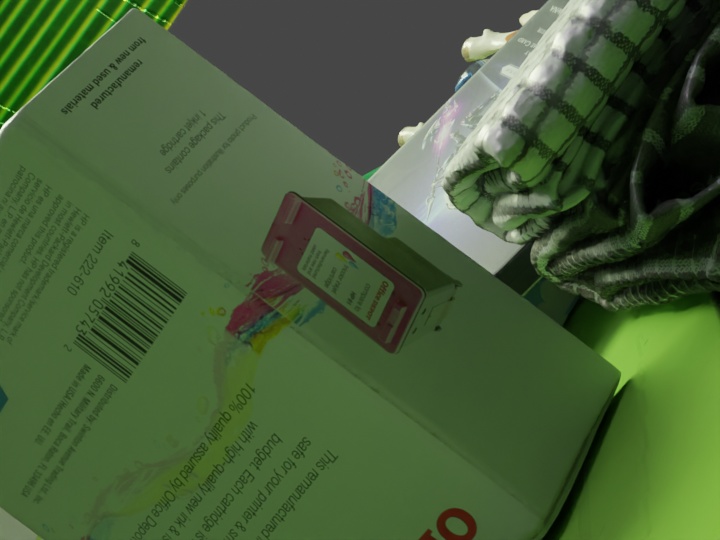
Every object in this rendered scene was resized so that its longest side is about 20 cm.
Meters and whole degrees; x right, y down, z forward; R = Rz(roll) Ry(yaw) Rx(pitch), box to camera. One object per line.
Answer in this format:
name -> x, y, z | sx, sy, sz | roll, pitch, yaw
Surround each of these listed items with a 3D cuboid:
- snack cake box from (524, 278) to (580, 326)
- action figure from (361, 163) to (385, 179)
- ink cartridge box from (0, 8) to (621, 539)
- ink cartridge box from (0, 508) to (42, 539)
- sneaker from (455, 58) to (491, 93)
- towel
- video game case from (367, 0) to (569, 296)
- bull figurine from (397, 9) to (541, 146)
snack cake box -> 0.015, 0.048, 0.894 | 0.200, 0.067, 0.115 | -56, 11, -24
action figure -> 0.000, 0.000, 1.017 | 0.200, 0.055, 0.118 | -43, 30, -19
ink cartridge box -> -0.040, 0.039, 0.692 | 0.145, 0.200, 0.085 | -53, -1, 40
ink cartridge box -> -0.157, 0.175, 1.001 | 0.200, 0.148, 0.076 | -58, 3, -9
sneaker -> 0.098, -0.092, 1.130 | 0.200, 0.085, 0.077 | -55, 2, -4
towel -> 0.109, -0.071, 0.672 | 0.166, 0.085, 0.200 | -54, 1, -4
video game case -> 0.079, -0.062, 0.838 | 0.200, 0.019, 0.143 | -46, 25, -3
bull figurine -> 0.079, -0.070, 1.251 | 0.200, 0.065, 0.121 | -48, 35, -4
